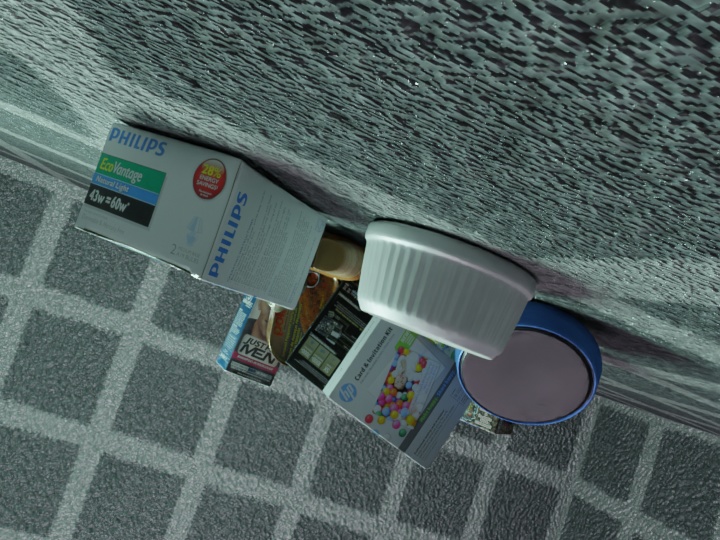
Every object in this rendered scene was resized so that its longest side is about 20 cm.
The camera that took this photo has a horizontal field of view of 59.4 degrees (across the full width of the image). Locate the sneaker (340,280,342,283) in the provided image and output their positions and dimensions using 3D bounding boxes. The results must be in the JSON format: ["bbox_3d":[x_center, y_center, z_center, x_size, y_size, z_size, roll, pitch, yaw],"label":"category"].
[{"bbox_3d":[-0.002,0.042,1.142,0.129,0.079,0.201,26,-155,-52],"label":"sneaker"}]

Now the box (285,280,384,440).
[{"bbox_3d":[0.005,0.138,1.015,0.198,0.165,0.086,37,176,-1],"label":"box"}]

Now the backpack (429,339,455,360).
[{"bbox_3d":[0.119,0.118,1.230,0.181,0.149,0.200,30,-177,-28],"label":"backpack"}]

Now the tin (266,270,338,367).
[{"bbox_3d":[-0.105,0.069,1.116,0.109,0.205,0.042,8,-167,-30],"label":"tin"}]

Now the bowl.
[{"bbox_3d":[0.223,0.133,0.856,0.195,0.040,0.205,11,129,13],"label":"bowl"}]

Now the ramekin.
[{"bbox_3d":[0.086,0.026,0.696,0.198,0.097,0.202,21,175,2],"label":"ramekin"}]

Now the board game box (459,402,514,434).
[{"bbox_3d":[0.256,0.193,1.190,0.095,0.205,0.159,16,175,27],"label":"board game box"}]

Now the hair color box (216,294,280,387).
[{"bbox_3d":[-0.174,0.097,1.152,0.099,0.204,0.060,25,176,-31],"label":"hair color box"}]

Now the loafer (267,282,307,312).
[{"bbox_3d":[-0.142,-0.015,0.975,0.074,0.070,0.202,17,-149,-32],"label":"loafer"}]

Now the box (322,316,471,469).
[{"bbox_3d":[0.066,0.175,0.945,0.199,0.157,0.041,39,174,-15],"label":"box"}]

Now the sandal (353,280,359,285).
[{"bbox_3d":[0.000,0.000,1.036,0.197,0.056,0.081,19,175,37],"label":"sandal"}]

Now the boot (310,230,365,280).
[{"bbox_3d":[-0.069,-0.030,0.933,0.197,0.075,0.154,25,-176,24],"label":"boot"}]

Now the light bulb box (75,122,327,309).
[{"bbox_3d":[-0.176,-0.057,0.733,0.194,0.128,0.199,19,176,26],"label":"light bulb box"}]

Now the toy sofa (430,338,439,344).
[{"bbox_3d":[0.095,0.050,0.992,0.097,0.084,0.200,38,176,3],"label":"toy sofa"}]
